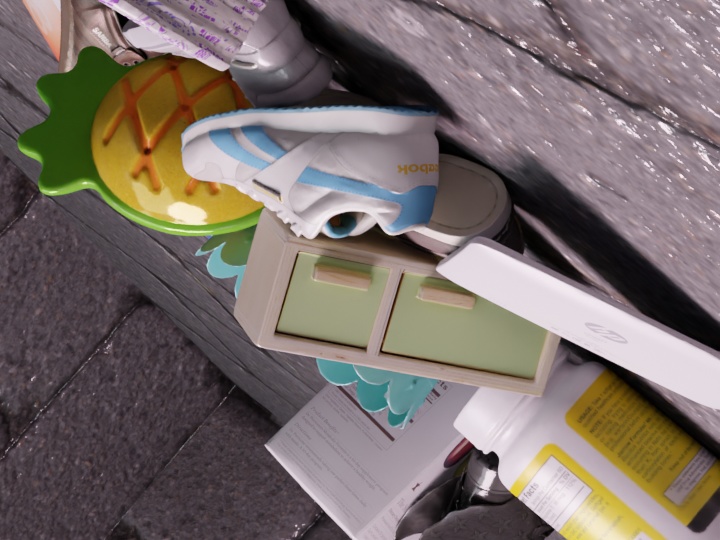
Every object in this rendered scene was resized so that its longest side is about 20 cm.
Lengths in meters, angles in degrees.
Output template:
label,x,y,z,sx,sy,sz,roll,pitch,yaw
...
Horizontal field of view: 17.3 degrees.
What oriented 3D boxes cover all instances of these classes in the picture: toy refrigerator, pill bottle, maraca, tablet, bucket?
label,x,y,z,sx,sy,sz,roll,pitch,yaw
toy refrigerator,0.029,0.022,1.515,0.200,0.076,0.070,12,-165,-20
pill bottle,0.172,0.138,1.693,0.200,0.114,0.114,40,172,8
maraca,-0.130,-0.090,1.601,0.200,0.137,0.107,10,154,10
tablet,0.145,0.034,1.424,0.200,0.014,0.130,26,170,-5
bucket,0.000,0.000,1.671,0.207,0.135,0.207,40,173,6

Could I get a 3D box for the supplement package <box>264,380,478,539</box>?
label,x,y,z,sx,sy,sz,roll,pitch,yaw
supplement package,0.045,0.116,1.833,0.110,0.200,0.114,44,175,26

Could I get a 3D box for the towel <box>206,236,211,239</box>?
label,x,y,z,sx,sy,sz,roll,pitch,yaw
towel,-0.149,-0.106,1.968,0.200,0.024,0.145,89,161,-80

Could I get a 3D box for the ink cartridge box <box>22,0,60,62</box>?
label,x,y,z,sx,sy,sz,roll,pitch,yaw
ink cartridge box,-0.196,-0.169,1.819,0.162,0.050,0.200,61,170,-11

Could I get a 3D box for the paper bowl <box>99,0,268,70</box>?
label,x,y,z,sx,sy,sz,roll,pitch,yaw
paper bowl,-0.131,-0.197,1.240,0.201,0.104,0.201,32,-176,-2

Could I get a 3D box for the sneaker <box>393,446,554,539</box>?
label,x,y,z,sx,sy,sz,roll,pitch,yaw
sneaker,0.131,0.175,1.797,0.200,0.104,0.060,1,-145,-25

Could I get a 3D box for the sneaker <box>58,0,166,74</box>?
label,x,y,z,sx,sy,sz,roll,pitch,yaw
sneaker,-0.169,-0.155,1.695,0.076,0.070,0.200,31,148,25

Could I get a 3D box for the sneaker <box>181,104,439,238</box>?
label,x,y,z,sx,sy,sz,roll,pitch,yaw
sneaker,-0.037,-0.060,1.459,0.200,0.081,0.076,1,-176,44

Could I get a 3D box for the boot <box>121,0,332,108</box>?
label,x,y,z,sx,sy,sz,roll,pitch,yaw
boot,-0.085,-0.141,1.522,0.096,0.074,0.200,51,168,-18

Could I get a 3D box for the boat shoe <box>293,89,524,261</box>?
label,x,y,z,sx,sy,sz,roll,pitch,yaw
boat shoe,0.022,-0.055,1.511,0.200,0.072,0.060,28,163,37
